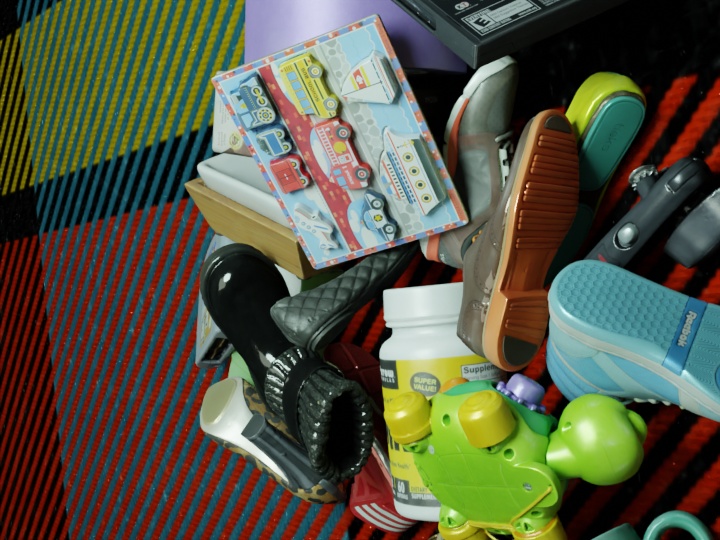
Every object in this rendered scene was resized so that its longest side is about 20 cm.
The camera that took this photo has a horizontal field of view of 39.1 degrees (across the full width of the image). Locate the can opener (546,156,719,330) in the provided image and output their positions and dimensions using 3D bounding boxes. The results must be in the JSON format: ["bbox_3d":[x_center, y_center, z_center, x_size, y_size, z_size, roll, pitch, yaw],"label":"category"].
[{"bbox_3d":[0.204,-0.013,0.781,0.200,0.063,0.079,-49,59,40],"label":"can opener"}]

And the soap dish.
[{"bbox_3d":[-0.059,-0.070,1.025,0.200,0.157,0.082,27,131,45],"label":"soap dish"}]

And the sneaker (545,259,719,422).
[{"bbox_3d":[0.229,0.078,0.765,0.199,0.080,0.131,31,152,18],"label":"sneaker"}]

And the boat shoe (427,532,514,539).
[{"bbox_3d":[0.095,0.254,0.884,0.074,0.075,0.200,60,158,11],"label":"boat shoe"}]

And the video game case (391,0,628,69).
[{"bbox_3d":[0.111,-0.241,0.771,0.181,0.199,0.026,48,156,34],"label":"video game case"}]

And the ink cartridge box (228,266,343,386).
[{"bbox_3d":[-0.089,0.073,1.140,0.104,0.059,0.201,32,118,43],"label":"ink cartridge box"}]

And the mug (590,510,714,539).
[{"bbox_3d":[0.184,0.275,0.770,0.115,0.151,0.185,59,134,23],"label":"mug"}]

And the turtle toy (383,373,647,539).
[{"bbox_3d":[0.121,0.139,0.776,0.199,0.101,0.146,-8,114,44],"label":"turtle toy"}]

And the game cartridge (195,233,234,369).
[{"bbox_3d":[-0.160,0.029,1.171,0.200,0.041,0.134,133,136,-66],"label":"game cartridge"}]

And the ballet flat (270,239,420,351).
[{"bbox_3d":[0.000,0.000,0.926,0.057,0.200,0.067,41,141,12],"label":"ballet flat"}]

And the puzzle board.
[{"bbox_3d":[-0.014,-0.097,0.844,0.150,0.017,0.201,-16,122,20],"label":"puzzle board"}]

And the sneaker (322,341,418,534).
[{"bbox_3d":[-0.001,0.180,1.036,0.116,0.078,0.201,-55,54,36],"label":"sneaker"}]

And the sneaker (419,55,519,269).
[{"bbox_3d":[0.117,-0.087,0.884,0.082,0.077,0.201,29,124,26],"label":"sneaker"}]

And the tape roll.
[{"bbox_3d":[-0.003,-0.219,0.898,0.199,0.199,0.086,10,102,49],"label":"tape roll"}]

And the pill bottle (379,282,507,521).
[{"bbox_3d":[0.077,0.113,0.909,0.114,0.114,0.201,-7,88,50],"label":"pill bottle"}]

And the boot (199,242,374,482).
[{"bbox_3d":[-0.065,0.083,0.942,0.158,0.079,0.212,39,158,58],"label":"boot"}]

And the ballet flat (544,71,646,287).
[{"bbox_3d":[0.166,-0.073,0.830,0.201,0.066,0.067,-65,28,28],"label":"ballet flat"}]

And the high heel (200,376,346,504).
[{"bbox_3d":[-0.097,0.187,1.092,0.072,0.143,0.200,-50,26,-10],"label":"high heel"}]

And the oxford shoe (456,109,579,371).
[{"bbox_3d":[0.114,-0.028,0.786,0.073,0.071,0.201,22,101,50],"label":"oxford shoe"}]

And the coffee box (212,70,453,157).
[{"bbox_3d":[-0.025,-0.140,0.951,0.199,0.113,0.080,11,103,27],"label":"coffee box"}]
